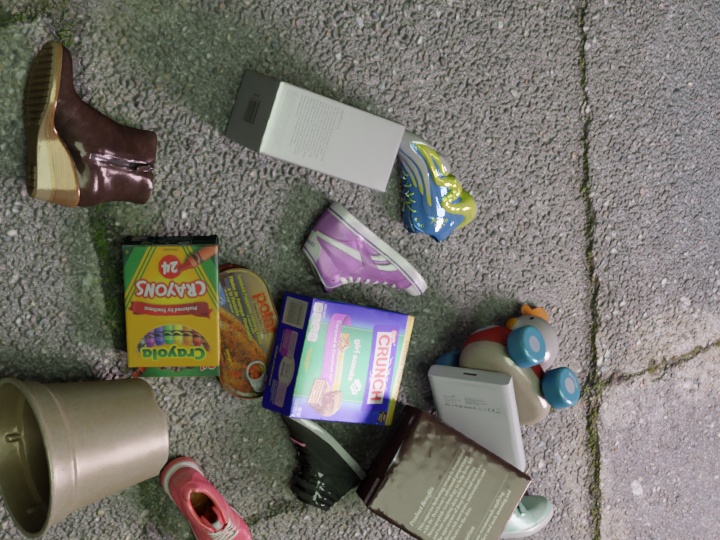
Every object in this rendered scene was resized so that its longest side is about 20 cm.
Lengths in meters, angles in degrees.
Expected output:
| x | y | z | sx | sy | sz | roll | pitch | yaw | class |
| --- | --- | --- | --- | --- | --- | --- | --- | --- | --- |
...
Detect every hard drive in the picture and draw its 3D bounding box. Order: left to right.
| x | y | z | sx | sy | sz | roll | pitch | yaw | class |
| --- | --- | --- | --- | --- | --- | --- | --- | --- | --- |
| 0.184 | 0.234 | 1.752 | 0.026 | 0.130 | 0.202 | -61 | 147 | -42 | hard drive |

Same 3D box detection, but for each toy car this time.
| x | y | z | sx | sy | sz | roll | pitch | yaw | class |
| --- | --- | --- | --- | --- | --- | --- | --- | --- | --- |
| 0.250 | 0.122 | 1.779 | 0.177 | 0.183 | 0.201 | 47 | 45 | -20 | toy car |

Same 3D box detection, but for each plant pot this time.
| x | y | z | sx | sy | sz | roll | pitch | yaw | class |
| --- | --- | --- | --- | --- | --- | --- | --- | --- | --- |
| -0.356 | 0.221 | 1.445 | 0.182 | 0.199 | 0.203 | -9 | 110 | -39 | plant pot |

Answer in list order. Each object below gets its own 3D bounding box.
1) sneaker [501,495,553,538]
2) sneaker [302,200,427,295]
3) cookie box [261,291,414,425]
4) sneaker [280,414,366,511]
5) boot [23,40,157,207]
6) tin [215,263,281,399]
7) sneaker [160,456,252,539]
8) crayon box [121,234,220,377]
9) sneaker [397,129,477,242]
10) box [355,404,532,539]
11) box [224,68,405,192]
| x | y | z | sx | sy | sz | roll | pitch | yaw | class |
| --- | --- | --- | --- | --- | --- | --- | --- | --- | --- |
| 0.245 | 0.384 | 1.880 | 0.198 | 0.074 | 0.120 | -7 | 115 | -24 | sneaker |
| 0.000 | 0.000 | 1.633 | 0.200 | 0.073 | 0.115 | 37 | 90 | -22 | sneaker |
| -0.030 | 0.130 | 1.621 | 0.198 | 0.075 | 0.174 | 11 | 92 | -41 | cookie box |
| -0.076 | 0.289 | 1.675 | 0.099 | 0.070 | 0.200 | -49 | 126 | -13 | sneaker |
| -0.333 | -0.179 | 1.401 | 0.165 | 0.072 | 0.203 | -3 | 106 | -41 | boot |
| -0.169 | 0.086 | 1.580 | 0.111 | 0.042 | 0.202 | -23 | 115 | -17 | tin |
| -0.216 | 0.361 | 1.612 | 0.074 | 0.087 | 0.201 | -40 | 120 | -11 | sneaker |
| -0.249 | 0.056 | 1.493 | 0.125 | 0.051 | 0.203 | -1 | 107 | -5 | crayon box |
| 0.091 | -0.114 | 1.639 | 0.105 | 0.076 | 0.200 | -50 | 123 | -6 | sneaker |
| 0.122 | 0.326 | 1.690 | 0.199 | 0.164 | 0.167 | 32 | 84 | -3 | box |
| -0.061 | -0.187 | 1.502 | 0.198 | 0.124 | 0.099 | 15 | 98 | -32 | box |
